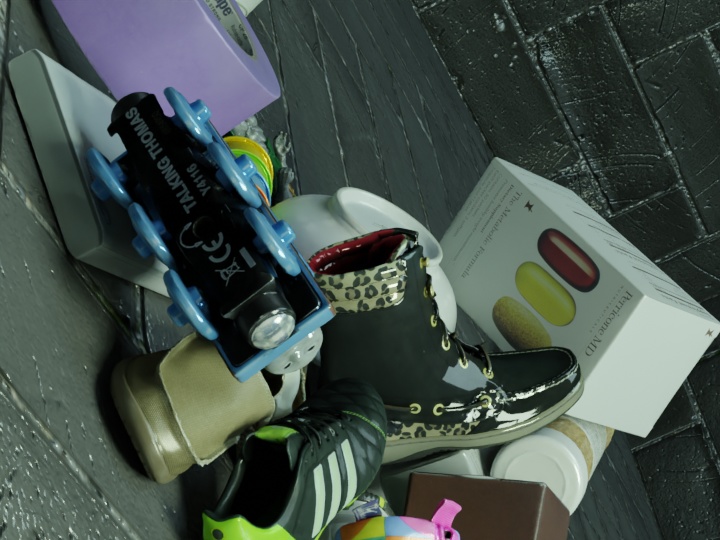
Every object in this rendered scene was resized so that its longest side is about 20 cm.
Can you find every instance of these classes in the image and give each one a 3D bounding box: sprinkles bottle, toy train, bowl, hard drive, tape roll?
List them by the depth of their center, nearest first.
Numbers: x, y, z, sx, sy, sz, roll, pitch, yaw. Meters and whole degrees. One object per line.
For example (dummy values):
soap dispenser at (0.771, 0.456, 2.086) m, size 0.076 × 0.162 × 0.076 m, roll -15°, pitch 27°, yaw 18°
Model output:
toy train at (-0.084, -0.021, 1.044) m, size 0.201 × 0.086 × 0.114 m, roll 54°, pitch 2°, yaw 33°
hard drive at (-0.153, -0.053, 1.149) m, size 0.133 × 0.026 × 0.200 m, roll 69°, pitch 11°, yaw 15°
tape roll at (-0.144, -0.183, 1.255) m, size 0.201 × 0.085 × 0.200 m, roll 57°, pitch 7°, yaw -10°
sprinkles bottle at (0.148, 0.135, 1.353) m, size 0.069 × 0.068 × 0.200 m, roll 65°, pitch 17°, yaw -1°
bowl at (0.000, 0.000, 1.363) m, size 0.200 × 0.091 × 0.201 m, roll 28°, pitch 20°, yaw -11°

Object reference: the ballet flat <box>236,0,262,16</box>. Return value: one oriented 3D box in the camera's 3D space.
ballet flat at (-0.139, -0.238, 1.560) m, size 0.070 × 0.069 × 0.200 m, roll 68°, pitch 15°, yaw 13°

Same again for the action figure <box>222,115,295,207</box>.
action figure at (-0.081, -0.084, 1.510) m, size 0.118 × 0.054 × 0.201 m, roll -102°, pitch 168°, yaw -60°

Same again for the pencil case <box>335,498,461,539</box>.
pencil case at (0.024, 0.244, 1.087) m, size 0.088 × 0.087 × 0.202 m, roll 48°, pitch 37°, yaw -58°

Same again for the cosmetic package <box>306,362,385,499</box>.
cosmetic package at (0.032, 0.137, 1.492) m, size 0.200 × 0.081 × 0.113 m, roll 54°, pitch 16°, yaw -41°

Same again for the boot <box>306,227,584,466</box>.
boot at (0.058, 0.045, 1.243) m, size 0.074 × 0.201 × 0.155 m, roll -126°, pitch -154°, yaw -62°

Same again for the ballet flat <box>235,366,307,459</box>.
ballet flat at (-0.063, 0.056, 1.209) m, size 0.076 × 0.067 × 0.201 m, roll 107°, pitch -23°, yaw -47°

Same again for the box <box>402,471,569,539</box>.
box at (0.070, 0.241, 1.183) m, size 0.075 × 0.099 × 0.202 m, roll 45°, pitch 52°, yaw -58°

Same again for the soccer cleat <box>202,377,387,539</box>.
soccer cleat at (-0.036, 0.115, 1.074) m, size 0.200 × 0.067 × 0.082 m, roll -55°, pitch 144°, yaw -49°

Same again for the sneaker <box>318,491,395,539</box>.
sneaker at (0.003, 0.223, 1.238) m, size 0.200 × 0.075 × 0.077 m, roll 56°, pitch 43°, yaw -49°

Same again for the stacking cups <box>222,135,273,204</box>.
stacking cups at (-0.092, -0.043, 1.289) m, size 0.061 × 0.060 × 0.200 m, roll 62°, pitch 6°, yaw -18°

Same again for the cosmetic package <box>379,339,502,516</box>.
cosmetic package at (0.078, 0.143, 1.363) m, size 0.200 × 0.073 × 0.102 m, roll -64°, pitch 133°, yaw -67°

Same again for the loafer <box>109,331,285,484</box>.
loafer at (-0.093, 0.069, 1.063) m, size 0.077 × 0.067 × 0.200 m, roll 64°, pitch 11°, yaw -6°

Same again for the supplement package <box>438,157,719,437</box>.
supplement package at (0.163, 0.020, 1.393) m, size 0.109 × 0.114 × 0.200 m, roll 19°, pitch 20°, yaw -44°
